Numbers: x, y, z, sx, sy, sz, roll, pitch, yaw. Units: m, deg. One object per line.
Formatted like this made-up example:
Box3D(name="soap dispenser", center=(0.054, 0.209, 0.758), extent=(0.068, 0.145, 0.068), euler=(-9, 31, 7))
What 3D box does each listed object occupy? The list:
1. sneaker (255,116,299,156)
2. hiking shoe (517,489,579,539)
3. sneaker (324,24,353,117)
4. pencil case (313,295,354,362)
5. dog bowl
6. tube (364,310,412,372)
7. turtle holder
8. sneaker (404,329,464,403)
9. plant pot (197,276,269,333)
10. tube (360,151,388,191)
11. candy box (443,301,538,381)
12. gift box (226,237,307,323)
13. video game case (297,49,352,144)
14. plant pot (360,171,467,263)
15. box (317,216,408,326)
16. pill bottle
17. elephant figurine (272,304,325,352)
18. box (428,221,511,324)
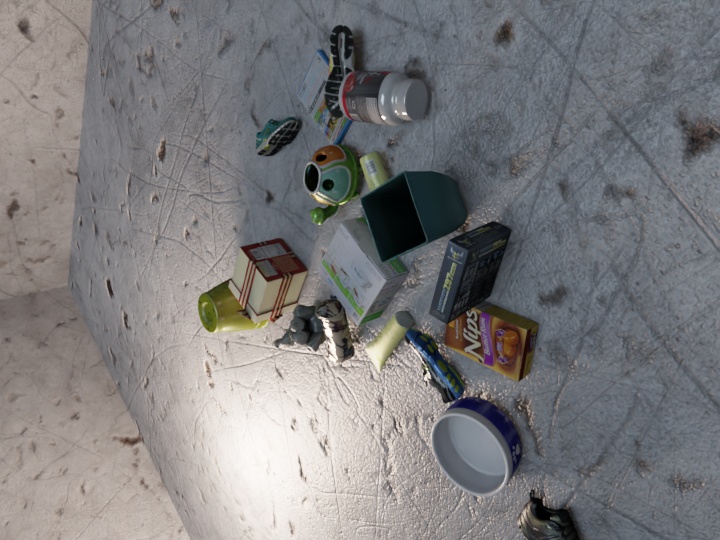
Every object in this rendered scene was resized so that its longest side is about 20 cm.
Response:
Box3D(name="sneaker", center=(-0.249, -0.397, 1.580), extent=(0.197, 0.076, 0.083), euler=(-17, 80, 47))
Box3D(name="hiking shoe", center=(0.417, 0.553, 1.138), extent=(0.198, 0.074, 0.104), euler=(32, 126, 37))
Box3D(name="sneaker", center=(-0.043, -0.477, 1.337), extent=(0.075, 0.090, 0.208), euler=(7, 101, 0))
Box3D(name="pencil case", center=(-0.068, 0.164, 1.488), extent=(0.089, 0.077, 0.204), euler=(35, 150, 38))
Box3D(name="dog bowl", center=(0.259, 0.395, 1.241), extent=(0.196, 0.078, 0.207), euler=(19, 120, 36))
Box3D(name="tube", center=(0.069, 0.183, 1.425), extent=(0.202, 0.050, 0.059), euler=(122, 162, -44))
Box3D(name="turtle holder", center=(-0.086, -0.229, 1.410), extent=(0.143, 0.129, 0.186), euler=(57, 134, 16))
Box3D(name="sneaker", center=(0.165, 0.229, 1.317), extent=(0.202, 0.070, 0.083), euler=(53, 127, 18))
Box3D(name="plant pot", center=(-0.427, 0.117, 1.822), extent=(0.196, 0.189, 0.208), euler=(15, 111, 42))
Box3D(name="tube", center=(0.053, -0.181, 1.331), extent=(0.058, 0.050, 0.207), euler=(166, 85, -88))
Box3D(name="candy box", center=(0.275, 0.139, 1.188), extent=(0.197, 0.055, 0.121), euler=(23, 118, 42))
Box3D(name="gift box", center=(-0.298, 0.034, 1.665), extent=(0.185, 0.196, 0.190), euler=(49, 133, 31))
Box3D(name="video game case", center=(-0.085, -0.445, 1.431), extent=(0.203, 0.017, 0.144), euler=(57, 134, 19))
Box3D(name="plant pot", center=(0.128, -0.122, 1.164), extent=(0.139, 0.196, 0.146), euler=(-23, 85, 45))
Box3D(name="box", center=(0.000, 0.000, 1.409), extent=(0.202, 0.095, 0.179), euler=(51, 132, 24))
Box3D(name="pill bottle", center=(0.051, -0.387, 1.236), extent=(0.196, 0.109, 0.115), euler=(19, 115, 41))
Box3D(name="elephant figurine", center=(-0.161, 0.169, 1.613), extent=(0.200, 0.150, 0.146), euler=(140, 146, -70))
Box3D(name="box", center=(0.221, 0.000, 1.100), extent=(0.050, 0.197, 0.163), euler=(28, 121, 29))
